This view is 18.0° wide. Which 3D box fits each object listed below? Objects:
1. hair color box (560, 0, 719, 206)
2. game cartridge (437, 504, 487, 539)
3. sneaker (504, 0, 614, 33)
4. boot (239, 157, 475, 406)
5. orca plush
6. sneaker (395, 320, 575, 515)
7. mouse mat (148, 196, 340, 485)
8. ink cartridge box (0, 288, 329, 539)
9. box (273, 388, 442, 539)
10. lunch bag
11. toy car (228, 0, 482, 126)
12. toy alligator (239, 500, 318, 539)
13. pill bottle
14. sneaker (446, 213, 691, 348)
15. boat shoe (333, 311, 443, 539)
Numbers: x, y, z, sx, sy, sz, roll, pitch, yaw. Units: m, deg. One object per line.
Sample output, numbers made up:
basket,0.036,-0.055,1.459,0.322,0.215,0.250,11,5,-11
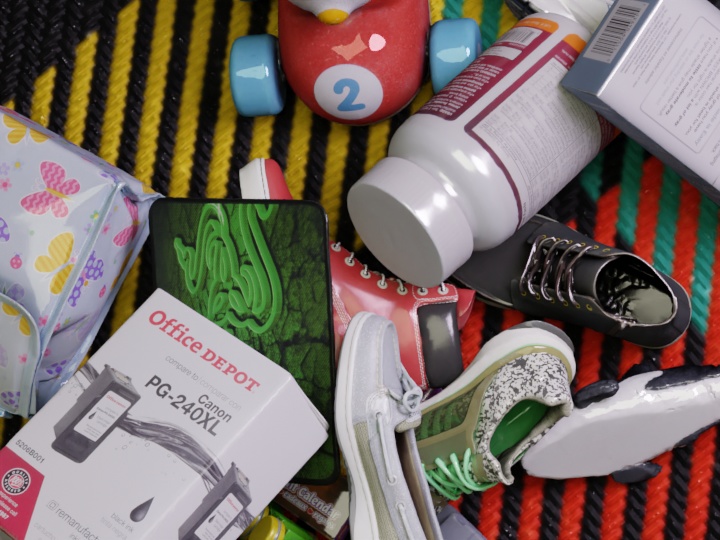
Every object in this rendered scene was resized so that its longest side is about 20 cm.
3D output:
hair color box,0.247,-0.112,1.576,0.200,0.061,0.099,34,88,-25
game cartridge,0.080,0.270,1.580,0.133,0.041,0.200,-46,51,-3
sneaker,0.192,-0.179,1.646,0.200,0.075,0.087,41,85,12
boot,0.000,0.000,1.620,0.144,0.072,0.200,-19,83,2
orca plush,0.200,0.081,1.604,0.200,0.105,0.071,-35,36,27
sneaker,0.074,0.125,1.570,0.077,0.089,0.200,34,109,-25
mouse mat,-0.083,0.049,1.601,0.161,0.008,0.200,2,97,35
ink cartridge box,-0.142,0.128,1.522,0.145,0.083,0.200,31,71,37
box,-0.060,0.087,1.665,0.200,0.039,0.137,33,87,13
lunch bag,-0.268,-0.008,1.674,0.169,0.127,0.200,29,94,15
toy car,-0.017,-0.204,1.618,0.184,0.200,0.177,-4,81,10
toy alligator,-0.052,0.209,1.579,0.059,0.200,0.054,35,90,-23
pill bottle,0.090,-0.084,1.593,0.110,0.110,0.200,42,65,13
sneaker,0.138,-0.005,1.609,0.200,0.106,0.075,17,85,12
boat shoe,0.025,0.127,1.539,0.065,0.074,0.202,-6,85,16
